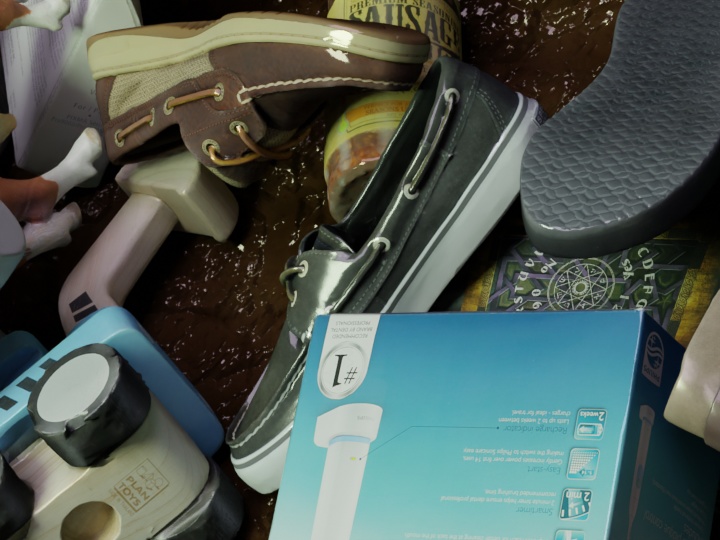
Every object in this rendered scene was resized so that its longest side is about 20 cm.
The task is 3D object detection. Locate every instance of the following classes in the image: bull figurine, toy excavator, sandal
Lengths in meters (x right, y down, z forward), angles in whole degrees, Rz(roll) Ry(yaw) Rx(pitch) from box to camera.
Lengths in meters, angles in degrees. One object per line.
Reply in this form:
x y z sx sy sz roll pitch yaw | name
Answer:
-0.188 -0.087 1.220 0.121 0.202 0.065 -12 4 -31 | bull figurine
-0.118 0.044 1.188 0.194 0.100 0.200 -40 35 -1 | toy excavator
0.121 -0.056 1.100 0.076 0.043 0.200 5 33 22 | sandal

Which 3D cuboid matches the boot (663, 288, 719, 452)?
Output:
0.177 0.064 0.939 0.145 0.071 0.201 18 44 7 | boot

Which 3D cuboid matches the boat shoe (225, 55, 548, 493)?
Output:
0.000 0.000 1.128 0.200 0.056 0.069 -53 15 6 | boat shoe

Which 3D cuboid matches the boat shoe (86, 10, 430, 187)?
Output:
-0.047 -0.072 1.175 0.199 0.072 0.073 0 90 44 | boat shoe

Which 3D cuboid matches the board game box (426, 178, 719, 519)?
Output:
0.114 0.022 1.084 0.199 0.028 0.136 15 66 40 | board game box

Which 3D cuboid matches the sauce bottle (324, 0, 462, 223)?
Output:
0.014 -0.106 1.227 0.066 0.066 0.201 -19 49 20 | sauce bottle

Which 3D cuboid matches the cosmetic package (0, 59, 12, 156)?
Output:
-0.242 -0.055 1.291 0.084 0.108 0.201 -7 34 22 | cosmetic package

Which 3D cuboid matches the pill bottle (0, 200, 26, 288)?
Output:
-0.233 0.043 1.145 0.200 0.116 0.117 -53 42 14 | pill bottle

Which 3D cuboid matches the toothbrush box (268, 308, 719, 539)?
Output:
0.043 0.122 0.992 0.145 0.085 0.201 -3 65 33 | toothbrush box

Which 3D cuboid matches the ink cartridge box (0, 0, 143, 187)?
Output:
-0.121 -0.167 1.305 0.200 0.050 0.162 -57 32 36 | ink cartridge box

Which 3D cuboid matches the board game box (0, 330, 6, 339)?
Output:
-0.287 0.096 1.288 0.198 0.043 0.201 9 62 38 | board game box
